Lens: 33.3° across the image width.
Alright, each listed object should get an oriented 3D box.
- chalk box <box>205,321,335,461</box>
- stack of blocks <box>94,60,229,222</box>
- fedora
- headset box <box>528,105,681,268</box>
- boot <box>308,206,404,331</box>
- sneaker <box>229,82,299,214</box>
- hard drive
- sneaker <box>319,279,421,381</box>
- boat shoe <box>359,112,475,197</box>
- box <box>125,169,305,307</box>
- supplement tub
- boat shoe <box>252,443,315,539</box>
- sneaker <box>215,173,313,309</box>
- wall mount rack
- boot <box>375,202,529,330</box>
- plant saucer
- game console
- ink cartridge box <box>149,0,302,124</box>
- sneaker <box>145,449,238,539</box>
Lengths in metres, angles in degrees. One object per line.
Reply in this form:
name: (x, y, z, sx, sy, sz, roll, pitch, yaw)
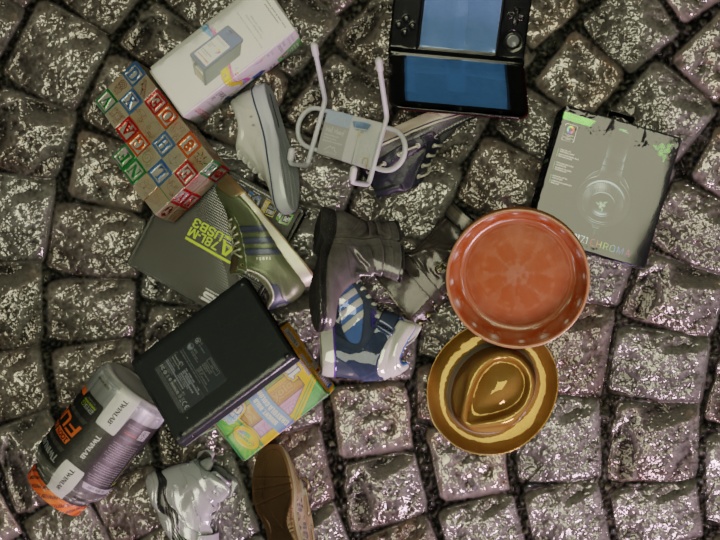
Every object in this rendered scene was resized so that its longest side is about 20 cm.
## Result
chalk box: (-0.152, 0.184, 1.715, 0.199, 0.124, 0.124, -39, 89, 4)
stack of blocks: (-0.294, -0.183, 1.718, 0.115, 0.059, 0.201, -41, 72, 8)
fedora: (0.190, 0.171, 1.719, 0.198, 0.082, 0.204, 0, 91, 3)
headset box: (0.341, -0.123, 1.704, 0.172, 0.093, 0.202, 17, 91, 2)
boot: (0.000, 0.000, 1.662, 0.130, 0.070, 0.202, 11, 58, -11)
sneaker: (-0.139, -0.167, 1.731, 0.070, 0.073, 0.202, -20, 69, 16)
hard drive: (-0.198, 0.123, 1.645, 0.199, 0.033, 0.140, -37, 70, 4)
sneaker: (0.014, 0.059, 1.723, 0.144, 0.081, 0.203, 1, 73, -4)
boat shoe: (0.090, -0.174, 1.730, 0.198, 0.075, 0.094, -20, 94, 11)
box: (-0.209, -0.047, 1.752, 0.199, 0.048, 0.195, 29, 88, 2)
supplement tub: (-0.378, 0.242, 1.726, 0.122, 0.123, 0.201, 38, 92, 1)
boat shoe: (-0.107, 0.351, 1.753, 0.073, 0.062, 0.203, -10, 88, 29)
sneaker: (-0.155, -0.033, 1.692, 0.090, 0.067, 0.201, -40, 94, -6)
wall mount rack: (-0.023, -0.216, 1.681, 0.198, 0.074, 0.176, 19, 98, 33)
boot: (0.135, 0.021, 1.736, 0.200, 0.069, 0.174, 44, 98, 5)
plant saucer: (0.217, 0.009, 1.669, 0.197, 0.032, 0.203, 3, 108, 8)
game console: (0.142, -0.315, 1.682, 0.197, 0.119, 0.175, 4, 110, -5)
ink cartridge box: (-0.187, -0.302, 1.698, 0.199, 0.145, 0.088, -35, 91, 2)
sneaker: (-0.221, 0.361, 1.744, 0.114, 0.075, 0.202, -29, 86, 5)
